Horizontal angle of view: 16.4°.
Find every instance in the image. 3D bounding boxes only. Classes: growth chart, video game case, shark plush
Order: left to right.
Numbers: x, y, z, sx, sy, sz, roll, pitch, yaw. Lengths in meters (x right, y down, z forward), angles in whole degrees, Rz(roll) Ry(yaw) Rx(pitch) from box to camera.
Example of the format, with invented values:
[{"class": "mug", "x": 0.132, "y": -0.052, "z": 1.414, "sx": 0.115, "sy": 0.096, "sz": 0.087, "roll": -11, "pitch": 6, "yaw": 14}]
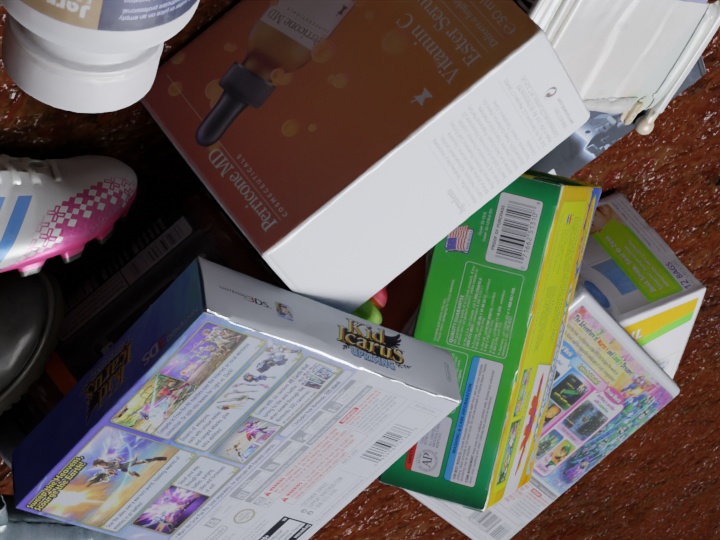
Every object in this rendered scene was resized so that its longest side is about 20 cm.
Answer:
[{"class": "shark plush", "x": -0.234, "y": 0.141, "z": 1.494, "sx": 0.200, "sy": 0.091, "sz": 0.083, "roll": 34, "pitch": 137, "yaw": -29}, {"class": "video game case", "x": -0.074, "y": 0.090, "z": 1.445, "sx": 0.181, "sy": 0.046, "sz": 0.200, "roll": 20, "pitch": 131, "yaw": -33}, {"class": "video game case", "x": 0.117, "y": 0.104, "z": 1.725, "sx": 0.182, "sy": 0.024, "sz": 0.200, "roll": -41, "pitch": 146, "yaw": 5}, {"class": "growth chart", "x": 0.166, "y": -0.153, "z": 1.583, "sx": 0.200, "sy": 0.018, "sz": 0.145, "roll": 6, "pitch": 126, "yaw": -49}]

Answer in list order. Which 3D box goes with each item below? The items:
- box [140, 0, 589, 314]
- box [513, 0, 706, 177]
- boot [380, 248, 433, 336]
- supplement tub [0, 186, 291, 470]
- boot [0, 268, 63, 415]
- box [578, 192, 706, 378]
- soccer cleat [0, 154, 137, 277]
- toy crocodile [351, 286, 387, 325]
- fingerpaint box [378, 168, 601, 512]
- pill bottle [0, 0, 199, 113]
[{"class": "box", "x": 0.001, "y": -0.096, "z": 1.436, "sx": 0.200, "sy": 0.152, "sz": 0.106, "roll": -39, "pitch": 148, "yaw": -1}, {"class": "box", "x": 0.124, "y": -0.124, "z": 1.634, "sx": 0.200, "sy": 0.044, "sz": 0.160, "roll": -37, "pitch": 148, "yaw": -5}, {"class": "boot", "x": 0.000, "y": 0.000, "z": 1.611, "sx": 0.107, "sy": 0.075, "sz": 0.200, "roll": 10, "pitch": 135, "yaw": -7}, {"class": "supplement tub", "x": -0.136, "y": 0.049, "z": 1.520, "sx": 0.200, "sy": 0.107, "sz": 0.107, "roll": -41, "pitch": 149, "yaw": 2}, {"class": "boot", "x": -0.285, "y": 0.045, "z": 1.407, "sx": 0.182, "sy": 0.073, "sz": 0.200, "roll": -47, "pitch": 142, "yaw": 12}, {"class": "box", "x": 0.128, "y": 0.041, "z": 1.784, "sx": 0.199, "sy": 0.113, "sz": 0.102, "roll": -19, "pitch": 143, "yaw": -28}, {"class": "soccer cleat", "x": -0.205, "y": -0.037, "z": 1.377, "sx": 0.200, "sy": 0.070, "sz": 0.087, "roll": -30, "pitch": 117, "yaw": -37}, {"class": "toy crocodile", "x": -0.005, "y": -0.028, "z": 1.509, "sx": 0.062, "sy": 0.201, "sz": 0.068, "roll": -6, "pitch": 153, "yaw": 19}, {"class": "fingerpaint box", "x": 0.081, "y": 0.036, "z": 1.549, "sx": 0.167, "sy": 0.073, "sz": 0.201, "roll": -9, "pitch": 113, "yaw": -76}, {"class": "pill bottle", "x": -0.125, "y": -0.179, "z": 1.236, "sx": 0.111, "sy": 0.111, "sz": 0.200, "roll": -17, "pitch": 142, "yaw": -32}]
